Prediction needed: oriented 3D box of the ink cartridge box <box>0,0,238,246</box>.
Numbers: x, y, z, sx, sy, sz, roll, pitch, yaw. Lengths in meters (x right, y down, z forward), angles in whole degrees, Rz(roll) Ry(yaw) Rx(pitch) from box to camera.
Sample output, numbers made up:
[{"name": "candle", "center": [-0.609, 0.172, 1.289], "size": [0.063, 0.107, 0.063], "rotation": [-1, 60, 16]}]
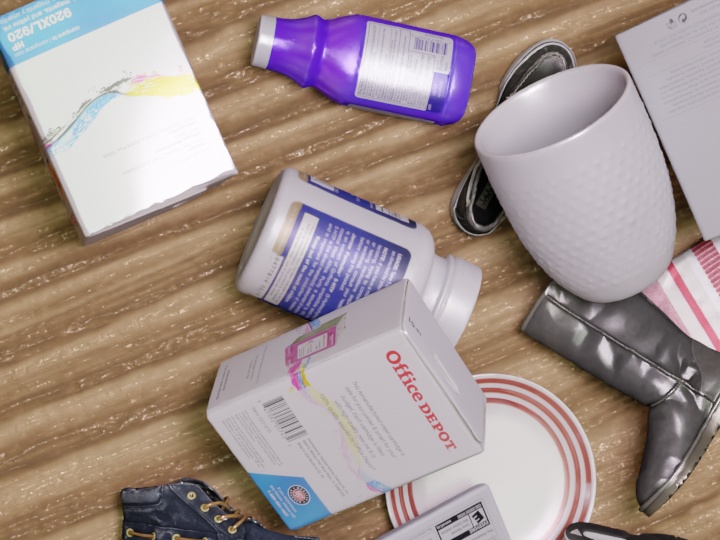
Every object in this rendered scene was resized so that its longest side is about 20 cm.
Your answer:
[{"name": "ink cartridge box", "center": [-0.214, -0.141, 1.611], "size": [0.144, 0.147, 0.201], "rotation": [-24, 92, -9]}]

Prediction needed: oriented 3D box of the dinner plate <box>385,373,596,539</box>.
[{"name": "dinner plate", "center": [0.119, 0.195, 1.721], "size": [0.199, 0.024, 0.201], "rotation": [0, 89, -10]}]

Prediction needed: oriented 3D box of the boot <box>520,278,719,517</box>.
[{"name": "boot", "center": [0.233, 0.100, 1.694], "size": [0.200, 0.073, 0.182], "rotation": [33, 74, 5]}]

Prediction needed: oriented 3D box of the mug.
[{"name": "mug", "center": [0.211, -0.082, 1.649], "size": [0.200, 0.147, 0.176], "rotation": [-54, 125, -44]}]

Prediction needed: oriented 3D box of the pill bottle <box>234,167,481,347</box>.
[{"name": "pill bottle", "center": [0.000, 0.000, 1.657], "size": [0.199, 0.120, 0.120], "rotation": [23, 85, -8]}]

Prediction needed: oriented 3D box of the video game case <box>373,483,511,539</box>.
[{"name": "video game case", "center": [0.064, 0.315, 1.667], "size": [0.199, 0.022, 0.183], "rotation": [-25, 96, -22]}]

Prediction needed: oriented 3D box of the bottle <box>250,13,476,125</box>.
[{"name": "bottle", "center": [0.002, -0.188, 1.689], "size": [0.199, 0.065, 0.084], "rotation": [10, 86, -9]}]

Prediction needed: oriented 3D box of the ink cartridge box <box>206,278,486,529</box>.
[{"name": "ink cartridge box", "center": [-0.009, 0.117, 1.611], "size": [0.199, 0.085, 0.145], "rotation": [-24, 116, 21]}]

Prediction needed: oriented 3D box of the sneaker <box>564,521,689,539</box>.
[{"name": "sneaker", "center": [0.263, 0.308, 1.731], "size": [0.200, 0.076, 0.116], "rotation": [15, 106, -16]}]

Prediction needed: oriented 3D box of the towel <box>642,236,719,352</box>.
[{"name": "towel", "center": [0.362, 0.030, 1.733], "size": [0.199, 0.023, 0.144], "rotation": [-31, 79, 3]}]

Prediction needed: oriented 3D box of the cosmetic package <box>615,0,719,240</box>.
[{"name": "cosmetic package", "center": [0.345, -0.156, 1.666], "size": [0.123, 0.199, 0.201], "rotation": [-24, 92, 30]}]

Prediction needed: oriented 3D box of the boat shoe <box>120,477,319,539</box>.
[{"name": "boat shoe", "center": [-0.121, 0.227, 1.630], "size": [0.199, 0.071, 0.091], "rotation": [-6, 88, 16]}]

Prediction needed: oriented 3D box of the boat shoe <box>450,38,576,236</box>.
[{"name": "boat shoe", "center": [0.149, -0.122, 1.712], "size": [0.070, 0.064, 0.201], "rotation": [25, 85, -7]}]
